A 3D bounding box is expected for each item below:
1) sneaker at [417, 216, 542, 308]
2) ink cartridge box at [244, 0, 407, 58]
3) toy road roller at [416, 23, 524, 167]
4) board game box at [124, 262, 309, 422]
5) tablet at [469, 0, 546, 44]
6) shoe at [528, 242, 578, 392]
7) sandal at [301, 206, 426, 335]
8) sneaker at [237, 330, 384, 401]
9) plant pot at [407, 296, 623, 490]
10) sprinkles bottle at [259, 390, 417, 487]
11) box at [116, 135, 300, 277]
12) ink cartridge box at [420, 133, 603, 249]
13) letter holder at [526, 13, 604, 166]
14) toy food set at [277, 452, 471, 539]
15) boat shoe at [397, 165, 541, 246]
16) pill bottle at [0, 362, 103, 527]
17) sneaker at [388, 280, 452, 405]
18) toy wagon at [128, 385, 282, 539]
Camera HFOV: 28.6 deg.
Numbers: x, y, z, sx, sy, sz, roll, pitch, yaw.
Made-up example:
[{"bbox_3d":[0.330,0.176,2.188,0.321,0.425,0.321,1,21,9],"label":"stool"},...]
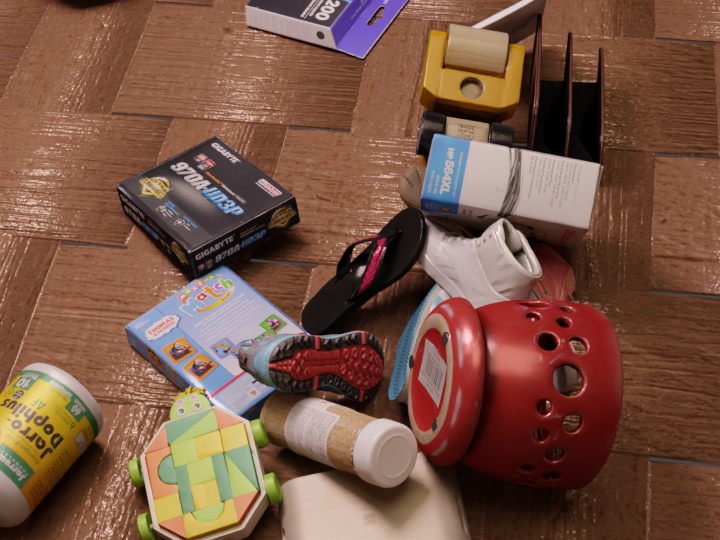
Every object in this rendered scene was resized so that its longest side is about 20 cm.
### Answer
[{"bbox_3d":[0.137,-0.025,1.654,0.074,0.116,0.200,-1,40,-44],"label":"sneaker"},{"bbox_3d":[-0.042,-0.415,2.126,0.200,0.043,0.198,19,51,17],"label":"ink cartridge box"},{"bbox_3d":[0.134,-0.204,1.833,0.123,0.146,0.200,10,73,-2],"label":"toy road roller"},{"bbox_3d":[-0.159,0.090,1.676,0.151,0.037,0.200,-35,56,-27],"label":"board game box"},{"bbox_3d":[0.195,-0.327,1.933,0.130,0.200,0.014,-28,85,1],"label":"tablet"},{"bbox_3d":[0.227,0.049,1.672,0.091,0.072,0.200,-13,57,-26],"label":"shoe"},{"bbox_3d":[0.000,0.000,1.680,0.200,0.045,0.075,-44,42,6],"label":"sandal"},{"bbox_3d":[-0.056,0.098,1.593,0.095,0.200,0.079,8,87,42],"label":"sneaker"},{"bbox_3d":[0.154,0.127,1.493,0.182,0.201,0.201,5,46,-15],"label":"plant pot"},{"bbox_3d":[-0.027,0.177,1.515,0.068,0.068,0.200,-39,29,-28],"label":"sprinkles bottle"},{"bbox_3d":[-0.197,-0.085,1.809,0.159,0.046,0.200,-29,42,-22],"label":"box"},{"bbox_3d":[0.177,-0.092,1.682,0.200,0.146,0.084,12,83,5],"label":"ink cartridge box"},{"bbox_3d":[0.276,-0.235,1.880,0.100,0.142,0.200,3,48,6],"label":"letter holder"},{"bbox_3d":[0.014,0.279,1.490,0.200,0.060,0.144,-13,48,3],"label":"toy food set"},{"bbox_3d":[0.141,-0.071,1.787,0.200,0.065,0.073,30,81,7],"label":"boat shoe"},{"bbox_3d":[-0.381,0.205,1.530,0.113,0.113,0.200,23,53,22],"label":"pill bottle"},{"bbox_3d":[0.091,0.091,1.649,0.081,0.077,0.200,25,45,-7],"label":"sneaker"},{"bbox_3d":[-0.176,0.208,1.539,0.155,0.040,0.200,-18,56,1],"label":"toy wagon"}]
